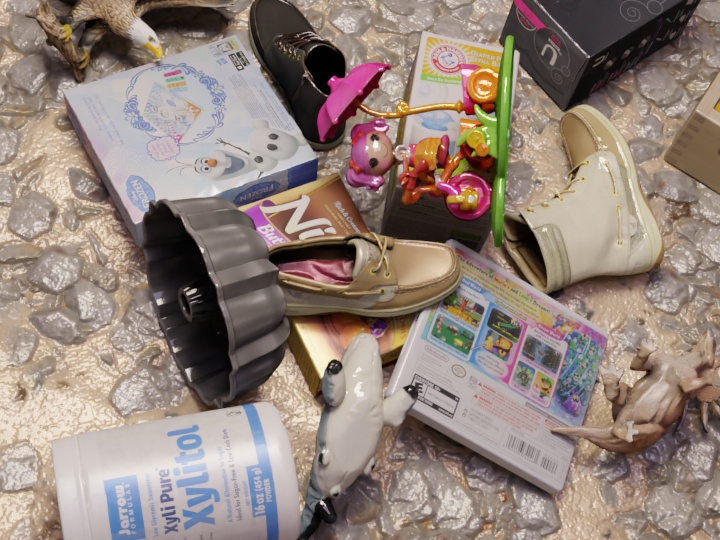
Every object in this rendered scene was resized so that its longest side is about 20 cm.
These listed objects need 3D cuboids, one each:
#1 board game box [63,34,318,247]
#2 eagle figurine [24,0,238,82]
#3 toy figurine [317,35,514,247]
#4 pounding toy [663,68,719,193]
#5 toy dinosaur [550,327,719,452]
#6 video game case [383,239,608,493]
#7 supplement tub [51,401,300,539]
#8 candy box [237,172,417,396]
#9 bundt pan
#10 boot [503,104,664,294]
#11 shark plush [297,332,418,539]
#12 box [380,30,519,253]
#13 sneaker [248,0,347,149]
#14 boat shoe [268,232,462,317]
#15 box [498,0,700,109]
[{"bbox_3d":[-0.176,-0.138,1.284,0.198,0.043,0.200,-21,57,-19],"label":"board game box"},{"bbox_3d":[-0.241,-0.289,1.317,0.200,0.152,0.151,-42,113,-8],"label":"eagle figurine"},{"bbox_3d":[0.050,-0.126,1.193,0.183,0.150,0.201,3,88,8],"label":"toy figurine"},{"bbox_3d":[0.480,-0.168,1.365,0.200,0.142,0.184,33,64,8],"label":"pounding toy"},{"bbox_3d":[0.289,0.132,1.217,0.200,0.136,0.086,-35,60,-2],"label":"toy dinosaur"},{"bbox_3d":[0.138,0.093,1.219,0.200,0.024,0.182,30,61,-13],"label":"video game case"},{"bbox_3d":[-0.161,0.194,1.092,0.199,0.132,0.132,-9,66,-14],"label":"supplement tub"},{"bbox_3d":[-0.034,0.011,1.245,0.116,0.057,0.200,-20,70,-17],"label":"candy box"},{"bbox_3d":[-0.129,0.021,1.149,0.076,0.202,0.202,-18,68,-26],"label":"bundt pan"},{"bbox_3d":[0.216,-0.077,1.313,0.154,0.072,0.201,-13,71,-21],"label":"boot"},{"bbox_3d":[-0.013,0.160,1.146,0.091,0.083,0.201,7,96,-21],"label":"shark plush"},{"bbox_3d":[0.094,-0.135,1.311,0.112,0.101,0.201,12,63,-3],"label":"box"},{"bbox_3d":[-0.060,-0.239,1.335,0.075,0.106,0.200,-20,69,-18],"label":"sneaker"},{"bbox_3d":[0.000,0.000,1.175,0.199,0.066,0.074,-8,56,-6],"label":"boat shoe"},{"bbox_3d":[0.277,-0.296,1.417,0.200,0.106,0.122,-34,73,-22],"label":"box"}]
